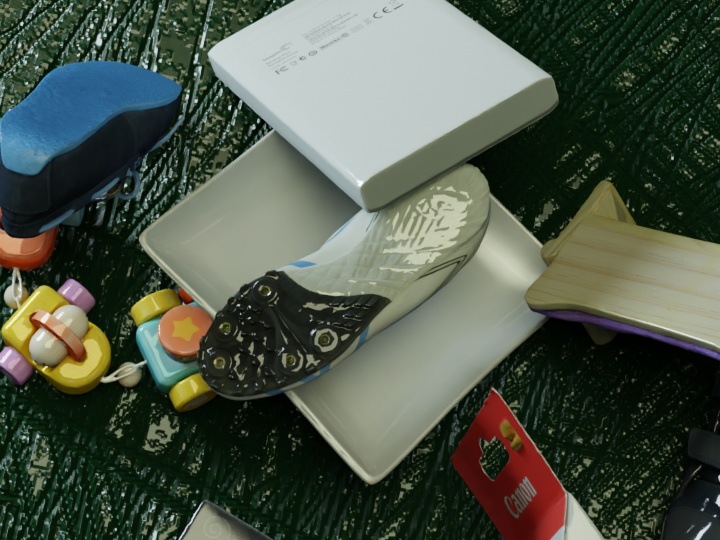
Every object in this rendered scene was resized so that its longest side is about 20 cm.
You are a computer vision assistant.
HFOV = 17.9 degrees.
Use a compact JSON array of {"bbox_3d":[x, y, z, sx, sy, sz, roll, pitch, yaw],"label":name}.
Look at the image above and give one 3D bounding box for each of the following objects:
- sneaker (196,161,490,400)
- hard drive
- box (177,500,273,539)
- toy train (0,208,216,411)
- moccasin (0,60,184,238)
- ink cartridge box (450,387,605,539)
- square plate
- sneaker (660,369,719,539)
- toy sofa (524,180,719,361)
[{"bbox_3d":[-0.005,0.013,1.296,0.200,0.073,0.072,-36,70,-15],"label":"sneaker"},{"bbox_3d":[0.010,-0.115,1.352,0.132,0.027,0.200,-30,38,-14],"label":"hard drive"},{"bbox_3d":[-0.089,0.248,1.252,0.122,0.106,0.201,31,73,3],"label":"box"},{"bbox_3d":[-0.145,0.002,1.351,0.199,0.056,0.151,13,73,0],"label":"toy train"},{"bbox_3d":[-0.168,-0.073,1.326,0.080,0.200,0.069,19,113,16],"label":"moccasin"},{"bbox_3d":[0.102,0.178,1.260,0.050,0.161,0.200,-33,78,-17],"label":"ink cartridge box"},{"bbox_3d":[0.000,0.000,1.354,0.198,0.028,0.200,45,59,7],"label":"square plate"},{"bbox_3d":[0.233,0.091,1.330,0.078,0.080,0.200,16,57,47],"label":"sneaker"},{"bbox_3d":[0.196,0.024,1.299,0.199,0.083,0.098,15,60,47],"label":"toy sofa"}]
